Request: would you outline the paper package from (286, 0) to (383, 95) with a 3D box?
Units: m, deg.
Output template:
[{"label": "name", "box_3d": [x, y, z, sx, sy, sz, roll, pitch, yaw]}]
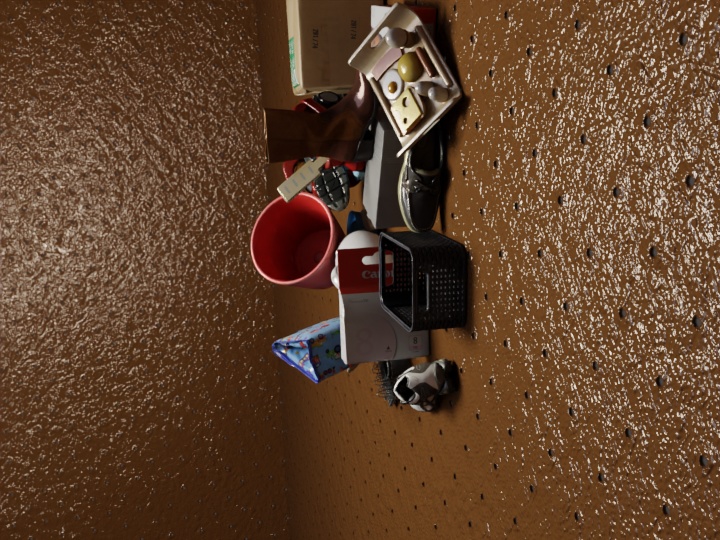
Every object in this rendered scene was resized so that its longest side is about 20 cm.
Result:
[{"label": "paper package", "box_3d": [-0.048, -0.461, 1.674, 0.103, 0.188, 0.203, -161, 67, -77]}]

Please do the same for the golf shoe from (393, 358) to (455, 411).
[{"label": "golf shoe", "box_3d": [0.097, 0.202, 1.463, 0.200, 0.093, 0.079, 112, 150, -64]}]

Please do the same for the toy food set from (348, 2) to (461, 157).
[{"label": "toy food set", "box_3d": [0.064, -0.302, 1.332, 0.143, 0.060, 0.202, -42, 64, 39]}]

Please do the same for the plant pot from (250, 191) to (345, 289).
[{"label": "plant pot", "box_3d": [-0.114, -0.048, 1.811, 0.177, 0.198, 0.203, 34, -135, -65]}]

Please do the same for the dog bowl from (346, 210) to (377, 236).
[{"label": "dog bowl", "box_3d": [0.008, -0.033, 1.859, 0.111, 0.049, 0.203, 156, 110, -76]}]

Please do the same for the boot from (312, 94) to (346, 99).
[{"label": "boot", "box_3d": [-0.044, -0.377, 1.803, 0.200, 0.130, 0.071, -125, 33, -65]}]

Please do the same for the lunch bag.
[{"label": "lunch bag", "box_3d": [-0.083, 0.142, 1.704, 0.199, 0.149, 0.095, 9, 117, 59]}]

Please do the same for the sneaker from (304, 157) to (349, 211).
[{"label": "sneaker", "box_3d": [-0.070, -0.211, 1.759, 0.202, 0.075, 0.079, 66, -175, 18]}]

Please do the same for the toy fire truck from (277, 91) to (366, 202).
[{"label": "toy fire truck", "box_3d": [-0.086, -0.232, 1.592, 0.176, 0.199, 0.130, 39, 135, 28]}]

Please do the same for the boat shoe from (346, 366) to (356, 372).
[{"label": "boat shoe", "box_3d": [-0.003, 0.120, 1.788, 0.071, 0.062, 0.202, -19, -49, -68]}]

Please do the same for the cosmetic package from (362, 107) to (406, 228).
[{"label": "cosmetic package", "box_3d": [0.059, -0.188, 1.535, 0.107, 0.089, 0.202, -112, 19, -52]}]

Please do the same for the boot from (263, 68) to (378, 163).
[{"label": "boot", "box_3d": [-0.073, -0.279, 1.464, 0.069, 0.197, 0.190, -107, 20, -50]}]

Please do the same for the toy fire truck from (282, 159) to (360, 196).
[{"label": "toy fire truck", "box_3d": [-0.089, -0.239, 1.869, 0.168, 0.200, 0.112, 45, 167, 5]}]

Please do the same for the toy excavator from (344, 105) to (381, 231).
[{"label": "toy excavator", "box_3d": [0.011, -0.207, 1.731, 0.195, 0.099, 0.202, 110, 144, -62]}]

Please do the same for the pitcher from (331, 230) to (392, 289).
[{"label": "pitcher", "box_3d": [0.000, 0.000, 1.660, 0.122, 0.170, 0.201, -50, 35, 21]}]

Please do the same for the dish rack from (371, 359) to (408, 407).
[{"label": "dish rack", "box_3d": [0.051, 0.188, 1.733, 0.201, 0.054, 0.155, 105, 158, -55]}]

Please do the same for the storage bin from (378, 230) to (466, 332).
[{"label": "storage bin", "box_3d": [0.100, 0.013, 1.398, 0.200, 0.092, 0.137, -143, 50, -71]}]

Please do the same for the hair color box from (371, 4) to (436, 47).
[{"label": "hair color box", "box_3d": [0.071, -0.405, 1.463, 0.200, 0.063, 0.112, -126, 34, -68]}]

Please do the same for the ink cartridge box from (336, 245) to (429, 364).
[{"label": "ink cartridge box", "box_3d": [0.041, 0.060, 1.508, 0.057, 0.160, 0.203, -154, 61, -72]}]

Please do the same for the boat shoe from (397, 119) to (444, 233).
[{"label": "boat shoe", "box_3d": [0.102, -0.161, 1.381, 0.065, 0.072, 0.203, -138, 45, -78]}]
